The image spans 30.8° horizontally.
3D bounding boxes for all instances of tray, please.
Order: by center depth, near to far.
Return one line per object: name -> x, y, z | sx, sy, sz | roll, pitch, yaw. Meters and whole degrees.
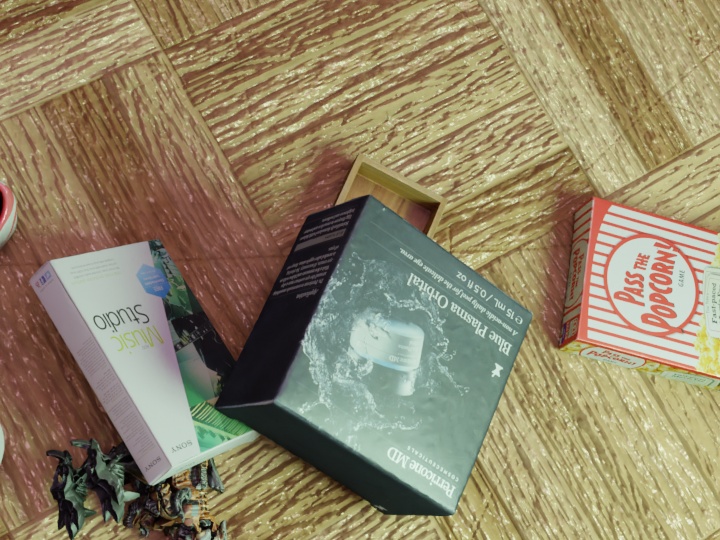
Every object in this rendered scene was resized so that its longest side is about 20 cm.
tray -> 0.000, 0.000, 1.227 | 0.098, 0.037, 0.201 | 27, 67, -6

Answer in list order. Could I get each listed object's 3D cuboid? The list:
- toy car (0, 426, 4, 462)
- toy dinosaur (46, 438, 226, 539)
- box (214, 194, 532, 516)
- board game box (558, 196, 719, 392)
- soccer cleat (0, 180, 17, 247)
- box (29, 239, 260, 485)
toy car -> -0.395, 0.144, 1.013 | 0.149, 0.175, 0.201 | 24, 76, 34
toy dinosaur -> -0.186, 0.165, 1.105 | 0.135, 0.102, 0.200 | -20, 63, -43
box -> 0.015, 0.077, 1.119 | 0.196, 0.117, 0.201 | 34, 67, -22
board game box -> 0.303, 0.027, 1.299 | 0.198, 0.046, 0.153 | 14, 69, -11
soccer cleat -> -0.359, 0.006, 1.101 | 0.068, 0.073, 0.201 | 33, 68, -5
box -> -0.174, 0.071, 1.107 | 0.201, 0.036, 0.144 | 58, 31, 9
